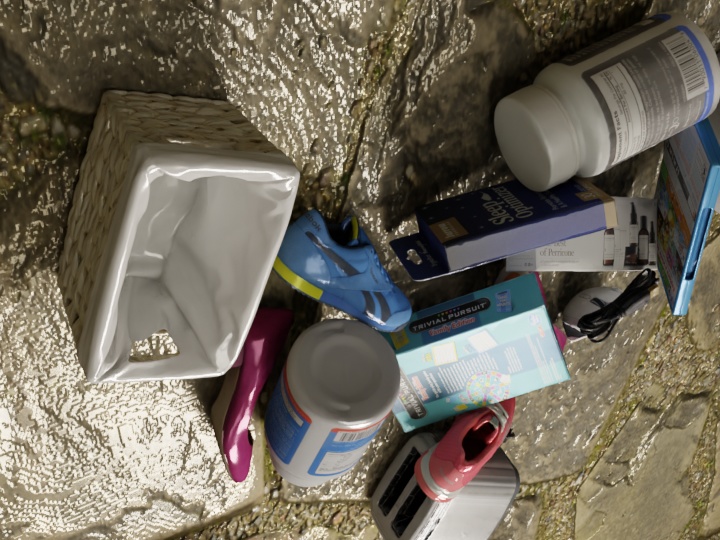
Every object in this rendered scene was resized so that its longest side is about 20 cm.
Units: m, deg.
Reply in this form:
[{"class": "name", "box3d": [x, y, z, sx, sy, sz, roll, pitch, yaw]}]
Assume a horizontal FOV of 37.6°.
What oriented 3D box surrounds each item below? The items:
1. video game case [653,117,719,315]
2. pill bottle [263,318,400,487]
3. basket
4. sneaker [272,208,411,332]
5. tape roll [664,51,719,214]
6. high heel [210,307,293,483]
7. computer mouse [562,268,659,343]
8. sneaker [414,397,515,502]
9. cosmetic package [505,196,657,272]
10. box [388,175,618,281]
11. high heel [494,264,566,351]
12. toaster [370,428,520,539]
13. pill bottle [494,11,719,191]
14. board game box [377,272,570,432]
[{"class": "video game case", "box3d": [0.343, -0.074, 1.124, 0.017, 0.144, 0.202, -1, 132, 0]}, {"class": "pill bottle", "box3d": [-0.036, 0.141, 1.049, 0.111, 0.113, 0.201, -16, 155, -25]}, {"class": "basket", "box3d": [-0.153, -0.028, 0.830, 0.134, 0.124, 0.202, 0, 125, -36]}, {"class": "sneaker", "box3d": [0.000, 0.000, 1.015, 0.199, 0.066, 0.079, 28, 103, -47]}, {"class": "tape roll", "box3d": [0.461, -0.146, 1.178, 0.200, 0.139, 0.205, -20, 135, -22]}, {"class": "high heel", "box3d": [-0.102, 0.128, 1.043, 0.095, 0.068, 0.202, -13, 130, -13]}, {"class": "computer mouse", "box3d": [0.272, 0.044, 1.223, 0.109, 0.044, 0.200, -39, 178, -9]}, {"class": "sneaker", "box3d": [0.142, 0.184, 1.215, 0.087, 0.074, 0.200, -45, -179, 45]}, {"class": "cosmetic package", "box3d": [0.244, -0.040, 1.147, 0.198, 0.050, 0.084, -1, 89, -37]}, {"class": "box", "box3d": [0.129, -0.047, 1.005, 0.197, 0.121, 0.033, -17, 112, -5]}, {"class": "high heel", "box3d": [0.206, 0.045, 1.218, 0.096, 0.067, 0.202, -37, 134, -28]}, {"class": "toaster", "box3d": [0.103, 0.274, 1.297, 0.128, 0.114, 0.201, 11, 120, -39]}, {"class": "pill bottle", "box3d": [0.235, -0.159, 1.014, 0.198, 0.114, 0.115, -26, 137, -15]}, {"class": "board game box", "box3d": [0.114, 0.092, 1.143, 0.197, 0.047, 0.152, -19, 139, 10]}]
